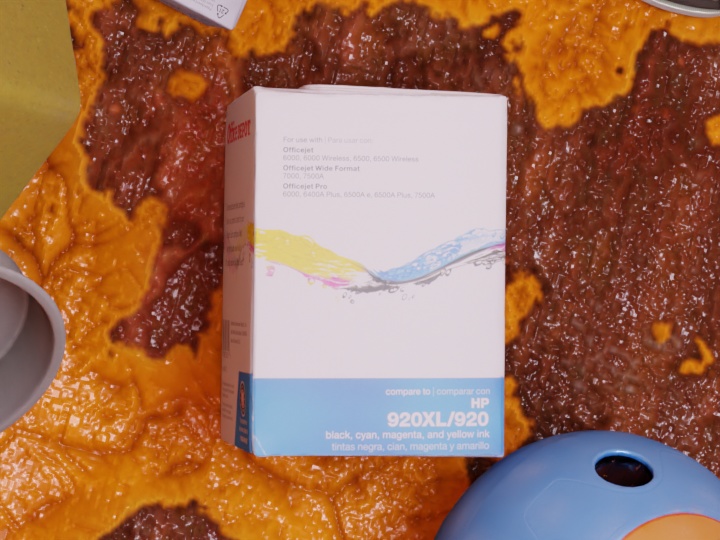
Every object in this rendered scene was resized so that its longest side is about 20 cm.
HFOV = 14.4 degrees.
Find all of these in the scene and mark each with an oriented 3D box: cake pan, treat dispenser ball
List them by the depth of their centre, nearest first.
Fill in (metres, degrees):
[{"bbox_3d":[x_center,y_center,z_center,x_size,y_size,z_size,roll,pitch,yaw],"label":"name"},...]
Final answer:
[{"bbox_3d":[-0.261,0.044,1.555,0.199,0.201,0.037,-16,56,-8],"label":"cake pan"},{"bbox_3d":[0.133,0.191,1.595,0.200,0.201,0.202,0,90,-9],"label":"treat dispenser ball"}]

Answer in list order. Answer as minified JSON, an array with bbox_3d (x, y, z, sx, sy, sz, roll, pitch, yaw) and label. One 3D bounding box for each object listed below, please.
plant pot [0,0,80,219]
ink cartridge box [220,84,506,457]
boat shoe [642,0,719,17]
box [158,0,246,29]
[{"bbox_3d":[-0.263,-0.114,1.519,0.199,0.194,0.196,14,47,-31],"label":"plant pot"},{"bbox_3d":[0.000,0.000,1.603,0.144,0.147,0.201,0,90,-9],"label":"ink cartridge box"},{"bbox_3d":[0.247,-0.185,1.684,0.200,0.060,0.073,3,89,-9],"label":"boat shoe"},{"bbox_3d":[-0.101,-0.259,1.618,0.155,0.041,0.201,25,85,-28],"label":"box"}]
